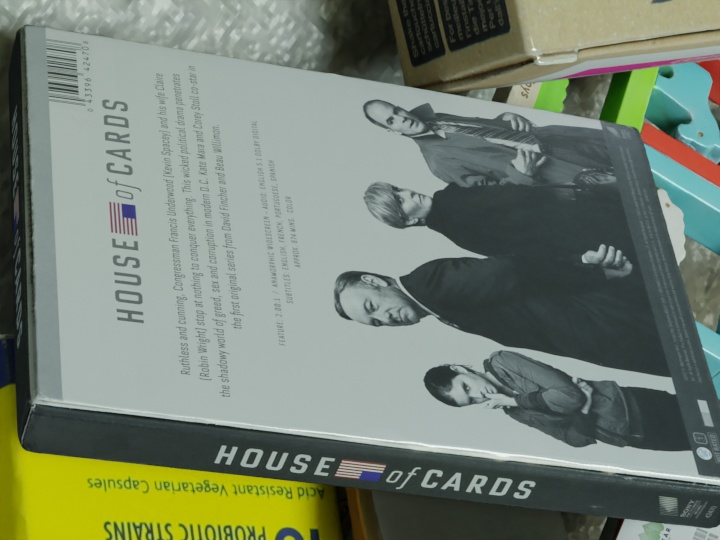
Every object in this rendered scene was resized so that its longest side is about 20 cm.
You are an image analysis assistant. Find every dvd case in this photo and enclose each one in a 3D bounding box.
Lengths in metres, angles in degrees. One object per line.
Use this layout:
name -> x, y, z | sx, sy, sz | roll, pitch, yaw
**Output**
dvd case -> 0.000, 0.000, 0.721 | 0.199, 0.151, 0.025 | 8, 133, -16

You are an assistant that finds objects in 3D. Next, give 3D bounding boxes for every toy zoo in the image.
toy zoo -> 0.132, -0.012, 0.846 | 0.199, 0.020, 0.132 | 29, 49, -10

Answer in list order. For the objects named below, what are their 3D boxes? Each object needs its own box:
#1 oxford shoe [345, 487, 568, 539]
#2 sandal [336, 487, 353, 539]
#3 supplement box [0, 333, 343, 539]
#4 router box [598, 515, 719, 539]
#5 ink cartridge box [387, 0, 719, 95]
oxford shoe -> 0.022, 0.113, 0.719 | 0.071, 0.071, 0.201 | 8, 57, -34
sandal -> 0.007, 0.044, 0.836 | 0.054, 0.080, 0.201 | 37, 82, -14
supplement box -> -0.071, 0.132, 0.715 | 0.108, 0.109, 0.201 | 5, 68, -37
router box -> 0.081, 0.144, 0.820 | 0.049, 0.179, 0.201 | 22, 102, 6
ink cartridge box -> 0.096, -0.150, 0.819 | 0.199, 0.075, 0.166 | -9, 89, -34
